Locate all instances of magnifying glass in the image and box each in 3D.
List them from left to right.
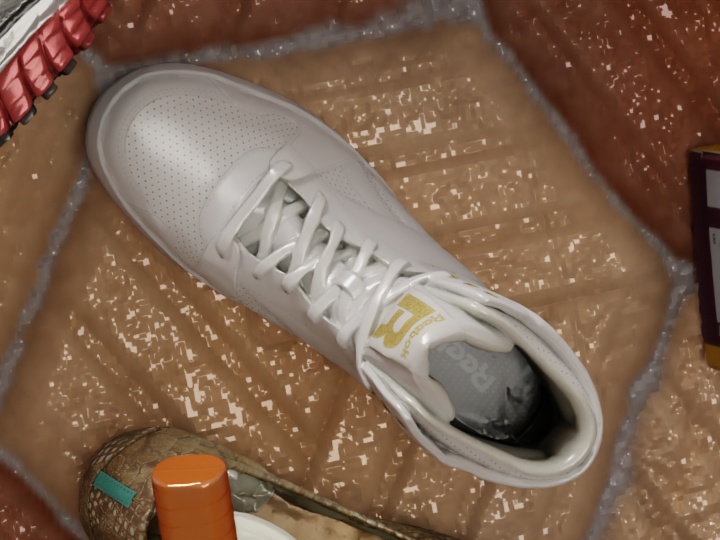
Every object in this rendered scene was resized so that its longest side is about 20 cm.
[{"bbox_3d":[-0.046,0.151,0.902,0.079,0.022,0.201,-3,119,6],"label":"magnifying glass"}]

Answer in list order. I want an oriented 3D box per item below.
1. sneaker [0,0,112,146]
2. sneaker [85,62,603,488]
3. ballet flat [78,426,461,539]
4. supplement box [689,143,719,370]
[{"bbox_3d":[-0.098,-0.131,0.869,0.082,0.078,0.200,40,84,-15],"label":"sneaker"},{"bbox_3d":[0.000,0.000,0.892,0.200,0.116,0.074,36,88,-15],"label":"sneaker"},{"bbox_3d":[-0.006,0.116,0.928,0.199,0.065,0.071,22,90,-17],"label":"ballet flat"},{"bbox_3d":[0.233,-0.013,0.958,0.199,0.110,0.086,-8,98,-15],"label":"supplement box"}]
